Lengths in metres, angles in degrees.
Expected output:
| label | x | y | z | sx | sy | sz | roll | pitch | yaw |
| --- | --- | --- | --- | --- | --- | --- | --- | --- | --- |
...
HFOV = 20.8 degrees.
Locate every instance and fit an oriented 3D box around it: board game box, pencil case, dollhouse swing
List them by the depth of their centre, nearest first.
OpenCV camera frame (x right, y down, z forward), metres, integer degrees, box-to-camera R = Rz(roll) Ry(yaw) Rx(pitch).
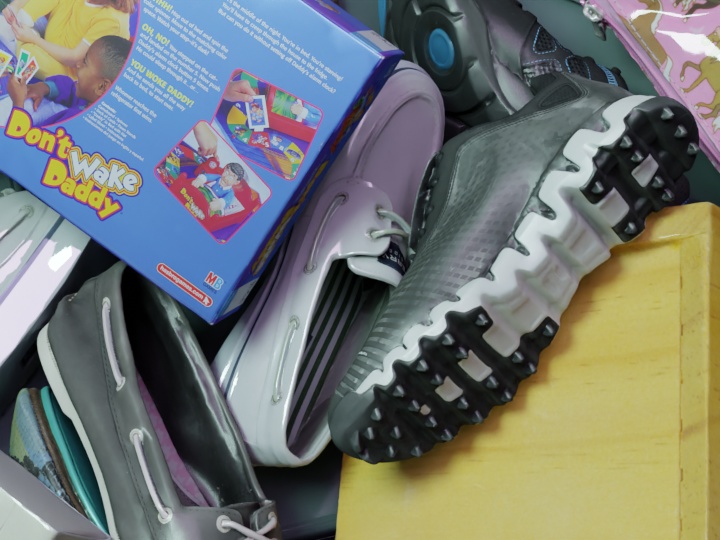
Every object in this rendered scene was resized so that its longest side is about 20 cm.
| label | x | y | z | sx | sy | sz | roll | pitch | yaw |
| --- | --- | --- | --- | --- | --- | --- | --- | --- | --- |
| board game box | -0.101 | -0.091 | 0.822 | 0.200 | 0.045 | 0.135 | 36 | 103 | 6 |
| dollhouse swing | 0.113 | 0.101 | 0.865 | 0.181 | 0.175 | 0.201 | 27 | 55 | -37 |
| pencil case | 0.186 | -0.086 | 0.923 | 0.200 | 0.086 | 0.083 | 54 | 28 | 11 |

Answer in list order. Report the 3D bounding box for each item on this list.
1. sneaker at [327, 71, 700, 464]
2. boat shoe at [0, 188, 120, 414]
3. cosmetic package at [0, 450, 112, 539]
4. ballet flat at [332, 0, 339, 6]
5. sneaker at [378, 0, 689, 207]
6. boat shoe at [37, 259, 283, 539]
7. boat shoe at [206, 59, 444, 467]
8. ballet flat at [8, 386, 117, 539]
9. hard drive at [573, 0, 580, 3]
| label | x | y | z | sx | sy | sz | roll | pitch | yaw |
| --- | --- | --- | --- | --- | --- | --- | --- | --- | --- |
| sneaker | 0.050 | -0.007 | 0.830 | 0.200 | 0.066 | 0.090 | -48 | 45 | -3 |
| boat shoe | -0.154 | -0.006 | 0.881 | 0.065 | 0.074 | 0.200 | 32 | 65 | 8 |
| cosmetic package | -0.201 | 0.154 | 0.762 | 0.103 | 0.073 | 0.201 | 34 | 88 | 14 |
| ballet flat | -0.036 | -0.104 | 0.951 | 0.067 | 0.046 | 0.201 | -8 | 64 | -7 |
| sneaker | 0.079 | -0.085 | 0.946 | 0.082 | 0.073 | 0.201 | -21 | 71 | -31 |
| boat shoe | -0.073 | 0.082 | 0.810 | 0.067 | 0.057 | 0.201 | 5 | 46 | -52 |
| boat shoe | 0.000 | 0.000 | 0.872 | 0.067 | 0.073 | 0.201 | 11 | 74 | 49 |
| ballet flat | -0.111 | 0.141 | 0.817 | 0.074 | 0.074 | 0.200 | -28 | 65 | -16 |
| hard drive | 0.110 | -0.205 | 1.022 | 0.199 | 0.027 | 0.132 | 23 | 65 | 7 |
